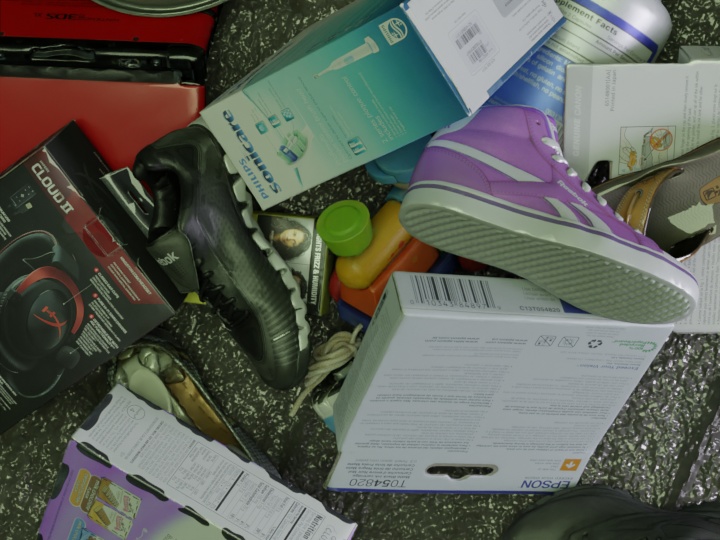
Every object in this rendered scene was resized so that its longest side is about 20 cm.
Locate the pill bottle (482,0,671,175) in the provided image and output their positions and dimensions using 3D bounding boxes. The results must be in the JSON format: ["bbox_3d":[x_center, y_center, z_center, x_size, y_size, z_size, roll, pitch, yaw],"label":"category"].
[{"bbox_3d":[0.148,-0.155,1.327,0.112,0.112,0.200,29,93,5],"label":"pill bottle"}]

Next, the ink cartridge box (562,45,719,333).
[{"bbox_3d":[0.223,-0.055,1.314,0.176,0.045,0.201,0,111,-1],"label":"ink cartridge box"}]

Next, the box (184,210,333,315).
[{"bbox_3d":[-0.120,-0.013,1.389,0.199,0.050,0.076,7,93,7],"label":"box"}]

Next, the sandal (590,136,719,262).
[{"bbox_3d":[0.204,-0.028,1.270,0.200,0.055,0.082,-24,109,7],"label":"sandal"}]

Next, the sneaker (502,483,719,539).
[{"bbox_3d":[0.199,0.199,1.337,0.199,0.091,0.076,-2,101,8],"label":"sneaker"}]

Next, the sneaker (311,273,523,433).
[{"bbox_3d":[0.068,0.074,1.371,0.200,0.078,0.090,-28,109,7],"label":"sneaker"}]

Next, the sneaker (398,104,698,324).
[{"bbox_3d":[0.136,-0.047,1.227,0.200,0.073,0.114,24,59,1],"label":"sneaker"}]

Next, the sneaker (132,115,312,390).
[{"bbox_3d":[-0.101,-0.006,1.288,0.090,0.066,0.201,-18,86,-38],"label":"sneaker"}]

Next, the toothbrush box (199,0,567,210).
[{"bbox_3d":[0.014,-0.135,1.259,0.200,0.146,0.085,-21,107,41],"label":"toothbrush box"}]

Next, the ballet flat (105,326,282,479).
[{"bbox_3d":[-0.122,0.127,1.384,0.072,0.072,0.200,-37,87,6],"label":"ballet flat"}]

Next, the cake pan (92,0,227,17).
[{"bbox_3d":[-0.141,-0.280,1.362,0.200,0.037,0.201,-2,71,5],"label":"cake pan"}]

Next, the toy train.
[{"bbox_3d":[0.000,0.000,1.310,0.085,0.116,0.200,29,69,37],"label":"toy train"}]

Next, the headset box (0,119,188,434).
[{"bbox_3d":[-0.225,0.003,1.335,0.200,0.075,0.149,-35,101,18],"label":"headset box"}]

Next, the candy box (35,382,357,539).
[{"bbox_3d":[-0.124,0.201,1.343,0.200,0.072,0.168,30,131,5],"label":"candy box"}]

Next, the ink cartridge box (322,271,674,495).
[{"bbox_3d":[0.088,0.081,1.299,0.199,0.200,0.041,4,48,-19],"label":"ink cartridge box"}]

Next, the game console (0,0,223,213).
[{"bbox_3d":[-0.203,-0.134,1.387,0.199,0.173,0.119,3,133,6],"label":"game console"}]
